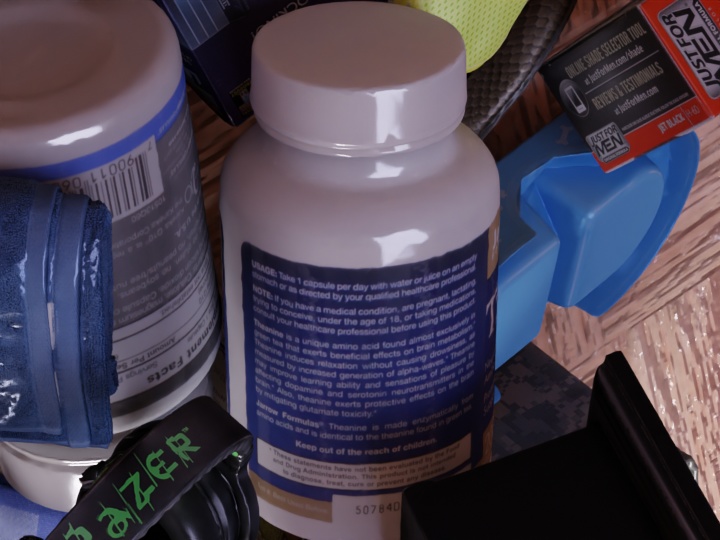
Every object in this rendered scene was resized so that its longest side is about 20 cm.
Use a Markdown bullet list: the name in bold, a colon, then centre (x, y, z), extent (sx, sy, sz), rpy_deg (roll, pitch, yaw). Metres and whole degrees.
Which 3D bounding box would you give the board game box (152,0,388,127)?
- **board game box**: centre (-0.015, -0.179, 0.945), extent (0.200, 0.057, 0.165), rpy_deg (-39, 136, -8)

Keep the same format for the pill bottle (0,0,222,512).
- **pill bottle**: centre (-0.115, -0.006, 0.953), extent (0.114, 0.114, 0.200), rpy_deg (-25, 133, -22)

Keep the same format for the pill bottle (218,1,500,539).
- **pill bottle**: centre (0.000, 0.000, 0.958), extent (0.111, 0.111, 0.200), rpy_deg (-18, 124, -27)

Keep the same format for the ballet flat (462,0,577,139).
- **ballet flat**: centre (0.026, -0.062, 1.070), extent (0.046, 0.067, 0.200), rpy_deg (38, 97, -6)

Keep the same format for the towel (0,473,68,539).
- **towel**: centre (-0.168, 0.171, 1.054), extent (0.147, 0.024, 0.200), rpy_deg (13, 119, 4)

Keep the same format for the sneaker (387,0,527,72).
- **sneaker**: centre (0.076, -0.157, 0.928), extent (0.078, 0.090, 0.200), rpy_deg (6, 119, -43)

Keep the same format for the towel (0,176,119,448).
- **towel**: centre (-0.188, 0.012, 0.873), extent (0.199, 0.049, 0.112), rpy_deg (5, 129, 5)

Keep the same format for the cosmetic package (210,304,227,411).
- **cosmetic package**: centre (-0.072, 0.120, 1.110), extent (0.103, 0.073, 0.200), rpy_deg (12, 113, -43)

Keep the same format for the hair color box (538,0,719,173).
- **hair color box**: centre (0.184, -0.127, 1.065), extent (0.200, 0.101, 0.061), rpy_deg (-34, 92, -24)

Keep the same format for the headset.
- **headset**: centre (-0.106, 0.106, 0.910), extent (0.124, 0.094, 0.200), rpy_deg (-45, 170, -26)

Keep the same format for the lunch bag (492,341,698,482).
- **lunch bag**: centre (0.079, 0.146, 1.180), extent (0.117, 0.164, 0.200), rpy_deg (-31, 134, -22)

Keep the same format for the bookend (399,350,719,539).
- **bookend**: centre (0.025, 0.152, 0.942), extent (0.200, 0.092, 0.199), rpy_deg (-20, 147, -13)

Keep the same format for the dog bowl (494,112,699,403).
- **dog bowl**: centre (0.078, -0.009, 1.111), extent (0.200, 0.050, 0.112), rpy_deg (-37, 151, -34)

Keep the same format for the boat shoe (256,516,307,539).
- **boat shoe**: centre (-0.026, 0.168, 1.076), extent (0.068, 0.072, 0.200), rpy_deg (-41, 144, -19)
